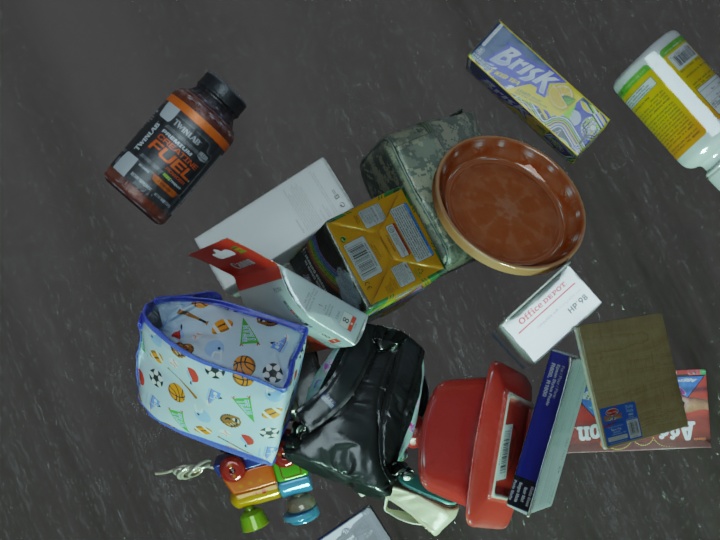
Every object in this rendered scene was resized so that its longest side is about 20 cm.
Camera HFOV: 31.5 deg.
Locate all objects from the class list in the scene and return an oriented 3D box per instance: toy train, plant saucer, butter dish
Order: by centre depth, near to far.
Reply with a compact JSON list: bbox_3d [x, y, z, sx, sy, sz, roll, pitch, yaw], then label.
[{"bbox_3d":[0.181,-0.078,1.571,0.198,0.032,0.202,10,55,-15],"label":"plant saucer"},{"bbox_3d":[0.127,0.215,1.617,0.146,0.199,0.202,7,81,23],"label":"butter dish"},{"bbox_3d":[-0.156,0.289,1.662,0.198,0.085,0.117,-16,96,0],"label":"toy train"}]

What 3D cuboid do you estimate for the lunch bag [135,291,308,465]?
[{"bbox_3d":[-0.175,0.122,1.551,0.198,0.171,0.124,16,45,3],"label":"lunch bag"}]

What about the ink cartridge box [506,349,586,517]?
[{"bbox_3d":[0.231,0.199,1.579,0.040,0.200,0.201,16,88,17],"label":"ink cartridge box"}]

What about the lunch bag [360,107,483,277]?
[{"bbox_3d":[0.118,-0.099,1.664,0.167,0.139,0.201,-24,83,-23],"label":"lunch bag"}]

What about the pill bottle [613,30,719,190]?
[{"bbox_3d":[0.437,-0.206,1.677,0.111,0.111,0.200,-40,84,-3],"label":"pill bottle"}]

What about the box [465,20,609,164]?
[{"bbox_3d":[0.235,-0.238,1.712,0.200,0.064,0.070,43,86,7],"label":"box"}]

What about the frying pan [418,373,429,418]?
[{"bbox_3d":[0.004,0.182,1.687,0.189,0.031,0.116,-31,78,8],"label":"frying pan"}]

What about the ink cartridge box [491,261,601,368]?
[{"bbox_3d":[0.233,0.060,1.609,0.116,0.200,0.067,-42,84,-3],"label":"ink cartridge box"}]

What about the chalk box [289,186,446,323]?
[{"bbox_3d":[0.000,0.000,1.637,0.123,0.200,0.126,-26,83,-25],"label":"chalk box"}]

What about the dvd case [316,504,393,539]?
[{"bbox_3d":[-0.030,0.425,1.664,0.199,0.025,0.151,-33,84,-1],"label":"dvd case"}]

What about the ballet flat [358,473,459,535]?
[{"bbox_3d":[0.032,0.280,1.663,0.199,0.069,0.070,31,85,4],"label":"ballet flat"}]

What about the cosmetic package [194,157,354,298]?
[{"bbox_3d":[-0.108,-0.053,1.681,0.199,0.108,0.085,-31,83,-3],"label":"cosmetic package"}]

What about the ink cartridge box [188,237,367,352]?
[{"bbox_3d":[-0.109,0.035,1.553,0.199,0.162,0.051,27,73,-20],"label":"ink cartridge box"}]

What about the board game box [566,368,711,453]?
[{"bbox_3d":[0.358,0.186,1.682,0.198,0.019,0.104,-3,84,2],"label":"board game box"}]

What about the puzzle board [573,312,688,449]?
[{"bbox_3d":[0.340,0.136,1.604,0.017,0.199,0.152,-18,81,43],"label":"puzzle board"}]

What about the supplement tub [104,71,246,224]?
[{"bbox_3d":[-0.241,-0.167,1.698,0.107,0.107,0.200,39,86,6],"label":"supplement tub"}]

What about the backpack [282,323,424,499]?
[{"bbox_3d":[-0.001,0.166,1.595,0.166,0.127,0.201,25,70,-12],"label":"backpack"}]

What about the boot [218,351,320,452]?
[{"bbox_3d":[-0.138,0.130,1.682,0.173,0.069,0.201,-24,75,-7],"label":"boot"}]
